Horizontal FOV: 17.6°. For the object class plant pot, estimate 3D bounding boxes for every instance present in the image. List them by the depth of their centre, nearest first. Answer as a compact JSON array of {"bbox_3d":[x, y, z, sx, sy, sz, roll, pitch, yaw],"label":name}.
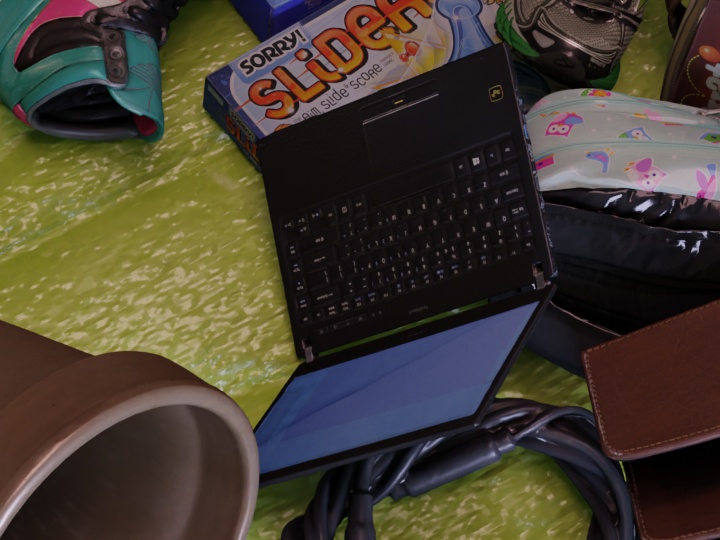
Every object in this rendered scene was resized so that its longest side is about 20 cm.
[{"bbox_3d":[-0.176,0.103,1.139,0.175,0.200,0.200,32,61,33],"label":"plant pot"}]

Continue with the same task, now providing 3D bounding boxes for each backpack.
[{"bbox_3d":[0.163,-0.015,1.256,0.200,0.167,0.127,11,36,1],"label":"backpack"}]

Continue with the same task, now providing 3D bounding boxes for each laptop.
[{"bbox_3d":[0.000,0.000,1.191,0.103,0.177,0.200,2,74,-52],"label":"laptop"}]

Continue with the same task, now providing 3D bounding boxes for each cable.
[{"bbox_3d":[0.056,0.143,1.211,0.163,0.051,0.200,35,66,19],"label":"cable"}]

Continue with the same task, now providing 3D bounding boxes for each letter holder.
[{"bbox_3d":[0.228,0.084,1.157,0.200,0.101,0.142,-21,40,12],"label":"letter holder"}]

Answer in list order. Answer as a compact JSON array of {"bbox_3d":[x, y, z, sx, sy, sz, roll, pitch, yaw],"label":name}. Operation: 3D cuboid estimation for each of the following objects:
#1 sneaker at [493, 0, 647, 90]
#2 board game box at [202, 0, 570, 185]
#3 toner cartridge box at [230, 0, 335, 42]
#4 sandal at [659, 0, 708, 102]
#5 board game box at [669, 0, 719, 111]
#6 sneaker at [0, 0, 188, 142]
[{"bbox_3d":[0.134,-0.172,1.329,0.078,0.085,0.200,28,40,-5],"label":"sneaker"},{"bbox_3d":[0.028,-0.104,1.346,0.200,0.034,0.135,-34,70,-22],"label":"board game box"},{"bbox_3d":[0.002,-0.221,1.403,0.200,0.043,0.095,-30,69,-21],"label":"toner cartridge box"},{"bbox_3d":[0.214,-0.166,1.350,0.080,0.057,0.201,5,98,-22],"label":"sandal"},{"bbox_3d":[0.220,-0.086,1.263,0.103,0.200,0.019,26,63,9],"label":"board game box"},{"bbox_3d":[-0.121,-0.137,1.303,0.200,0.084,0.121,-27,66,7],"label":"sneaker"}]
